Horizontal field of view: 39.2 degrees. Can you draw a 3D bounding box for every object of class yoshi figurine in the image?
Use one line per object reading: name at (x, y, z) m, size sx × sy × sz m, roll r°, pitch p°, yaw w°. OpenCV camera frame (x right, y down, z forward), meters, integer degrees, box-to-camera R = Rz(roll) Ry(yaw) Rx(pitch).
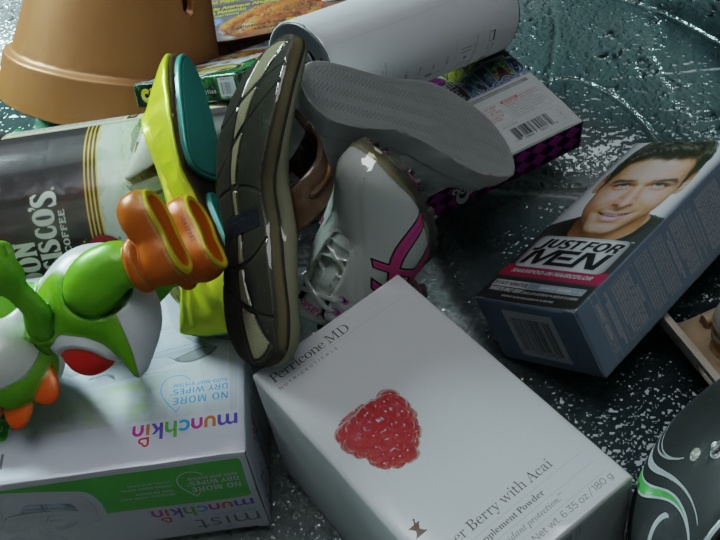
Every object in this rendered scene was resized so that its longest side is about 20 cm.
yoshi figurine at (-0.189, 0.011, 0.611) m, size 0.200 × 0.112 × 0.112 m, roll -31°, pitch 33°, yaw 13°

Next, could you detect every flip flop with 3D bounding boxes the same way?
flip flop at (-0.046, -0.042, 0.615) m, size 0.058 × 0.081 × 0.200 m, roll 2°, pitch 82°, yaw -32°

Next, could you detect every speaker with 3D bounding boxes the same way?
speaker at (0.029, -0.178, 0.779) m, size 0.200 × 0.081 × 0.081 m, roll -28°, pitch 49°, yaw -32°

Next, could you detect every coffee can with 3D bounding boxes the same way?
coffee can at (-0.174, -0.048, 0.781) m, size 0.200 × 0.146 × 0.146 m, roll -9°, pitch 48°, yaw 1°

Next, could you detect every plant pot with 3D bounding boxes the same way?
plant pot at (-0.211, -0.214, 0.885) m, size 0.200 × 0.140 × 0.200 m, roll 7°, pitch 21°, yaw -3°

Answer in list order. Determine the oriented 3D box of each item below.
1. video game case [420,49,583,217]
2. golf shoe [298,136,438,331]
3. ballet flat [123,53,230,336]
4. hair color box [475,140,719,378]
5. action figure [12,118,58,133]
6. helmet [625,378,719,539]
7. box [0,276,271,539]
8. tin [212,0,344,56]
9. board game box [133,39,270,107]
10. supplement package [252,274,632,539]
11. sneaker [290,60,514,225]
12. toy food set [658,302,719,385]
video game case at (0.048, -0.124, 0.834) m, size 0.200 × 0.036 × 0.181 m, roll -27°, pitch 53°, yaw -15°
golf shoe at (0.000, 0.000, 0.676) m, size 0.092 × 0.200 × 0.073 m, roll -39°, pitch 60°, yaw -25°
ballet flat at (-0.120, -0.049, 0.672) m, size 0.067 × 0.067 × 0.200 m, roll -21°, pitch 76°, yaw 10°
hair color box at (0.188, -0.015, 0.726) m, size 0.200 × 0.061 × 0.099 m, roll -41°, pitch 26°, yaw -25°
action figure at (-0.198, -0.101, 0.895) m, size 0.200 × 0.055 × 0.118 m, roll 15°, pitch 51°, yaw 16°
helmet at (0.233, 0.139, 0.521) m, size 0.200 × 0.200 × 0.191 m, roll 5°, pitch 11°, yaw 14°
box at (-0.167, 0.092, 0.693) m, size 0.200 × 0.097 × 0.177 m, roll -7°, pitch 46°, yaw 1°
tin at (-0.085, -0.262, 1.029) m, size 0.200 × 0.042 × 0.112 m, roll -10°, pitch 52°, yaw 0°
board game box at (-0.081, -0.170, 0.833) m, size 0.105 × 0.023 × 0.200 m, roll 3°, pitch 23°, yaw 30°
supplement package at (0.046, 0.123, 0.613) m, size 0.121 × 0.120 × 0.200 m, roll -35°, pitch 52°, yaw -19°
sneaker at (0.008, -0.080, 0.730) m, size 0.200 × 0.116 × 0.074 m, roll 11°, pitch 53°, yaw -36°
toy food set at (0.321, 0.042, 0.679) m, size 0.200 × 0.060 × 0.144 m, roll -22°, pitch 49°, yaw -9°
